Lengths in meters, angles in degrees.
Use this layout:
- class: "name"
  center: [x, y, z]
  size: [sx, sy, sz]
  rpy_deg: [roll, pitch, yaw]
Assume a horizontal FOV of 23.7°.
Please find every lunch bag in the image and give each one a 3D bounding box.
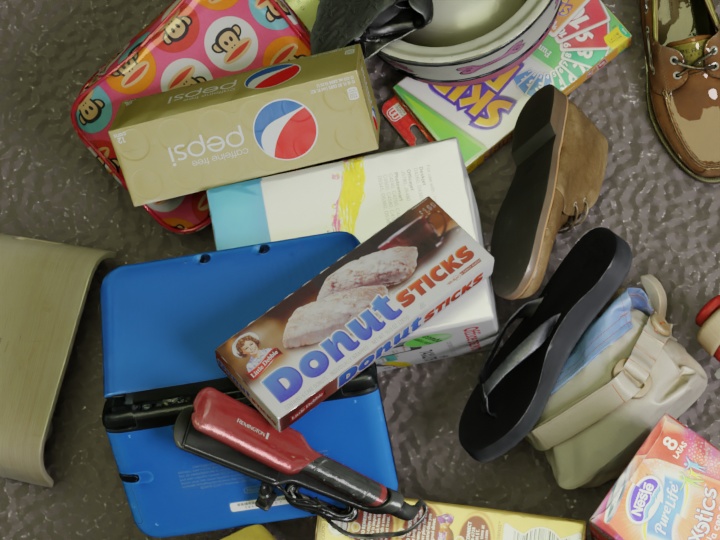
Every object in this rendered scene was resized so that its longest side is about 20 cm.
- class: "lunch bag"
  center: [-0.116, -0.131, 1.399]
  size: [0.200, 0.082, 0.176]
  rpy_deg: [-40, 102, 6]

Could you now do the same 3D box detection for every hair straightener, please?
- class: "hair straightener"
  center: [-0.043, 0.144, 1.214]
  size: [0.199, 0.077, 0.041]
  rpy_deg: [23, 55, -20]

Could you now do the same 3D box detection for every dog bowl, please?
- class: "dog bowl"
  center: [0.079, -0.240, 1.411]
  size: [0.199, 0.074, 0.202]
  rpy_deg: [-6, 66, 14]

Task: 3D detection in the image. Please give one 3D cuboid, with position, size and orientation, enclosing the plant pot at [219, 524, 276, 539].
- class: "plant pot"
  center: [-0.088, 0.308, 1.273]
  size: [0.199, 0.200, 0.177]
  rpy_deg: [-25, 63, 1]

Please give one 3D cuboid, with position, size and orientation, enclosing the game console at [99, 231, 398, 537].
- class: "game console"
  center: [-0.082, 0.085, 1.259]
  size: [0.198, 0.172, 0.119]
  rpy_deg: [-9, 32, 5]

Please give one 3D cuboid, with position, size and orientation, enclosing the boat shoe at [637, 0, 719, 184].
- class: "boat shoe"
  center: [0.262, -0.170, 1.390]
  size: [0.071, 0.068, 0.201]
  rpy_deg: [-16, 76, 2]

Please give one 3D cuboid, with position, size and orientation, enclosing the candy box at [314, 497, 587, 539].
- class: "candy box"
  center: [0.071, 0.208, 1.303]
  size: [0.198, 0.117, 0.057]
  rpy_deg: [5, 77, 8]

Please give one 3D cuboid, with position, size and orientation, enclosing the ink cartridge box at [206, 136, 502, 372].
- class: "ink cartridge box"
  center: [0.000, 0.000, 1.344]
  size: [0.198, 0.147, 0.147]
  rpy_deg: [-12, 78, 5]

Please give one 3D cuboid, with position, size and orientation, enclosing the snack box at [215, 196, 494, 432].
- class: "snack box"
  center: [-0.002, 0.028, 1.202]
  size: [0.200, 0.024, 0.072]
  rpy_deg: [-36, 65, -21]

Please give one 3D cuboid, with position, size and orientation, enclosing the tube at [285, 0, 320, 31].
- class: "tube"
  center: [-0.117, -0.174, 1.454]
  size: [0.199, 0.052, 0.058]
  rpy_deg: [-35, 37, 3]

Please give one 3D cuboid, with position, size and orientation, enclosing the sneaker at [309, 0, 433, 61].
- class: "sneaker"
  center: [0.041, -0.233, 1.347]
  size: [0.199, 0.060, 0.105]
  rpy_deg: [-28, 61, 10]

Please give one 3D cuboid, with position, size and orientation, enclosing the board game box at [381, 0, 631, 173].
- class: "board game box"
  center: [0.119, -0.165, 1.431]
  size: [0.200, 0.030, 0.096]
  rpy_deg: [-39, 75, 0]

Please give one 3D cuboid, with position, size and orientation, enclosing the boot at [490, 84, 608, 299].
- class: "boot"
  center: [0.154, -0.053, 1.346]
  size: [0.075, 0.074, 0.201]
  rpy_deg: [32, 52, -21]

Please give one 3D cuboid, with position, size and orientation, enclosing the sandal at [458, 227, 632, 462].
- class: "sandal"
  center: [0.129, 0.051, 1.299]
  size: [0.043, 0.076, 0.201]
  rpy_deg: [32, 91, -28]

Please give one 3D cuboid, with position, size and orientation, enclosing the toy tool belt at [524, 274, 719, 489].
- class: "toy tool belt"
  center: [0.198, 0.065, 1.313]
  size: [0.200, 0.125, 0.123]
  rpy_deg: [-46, 68, 16]

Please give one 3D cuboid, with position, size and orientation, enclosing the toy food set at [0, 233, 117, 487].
- class: "toy food set"
  center: [-0.291, 0.068, 1.422]
  size: [0.143, 0.060, 0.201]
  rpy_deg: [9, 77, 22]

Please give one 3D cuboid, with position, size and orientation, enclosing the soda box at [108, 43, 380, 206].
- class: "soda box"
  center: [-0.088, -0.112, 1.317]
  size: [0.198, 0.064, 0.068]
  rpy_deg: [-13, 116, 8]

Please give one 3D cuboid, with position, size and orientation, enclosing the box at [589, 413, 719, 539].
- class: "box"
  center: [0.232, 0.180, 1.245]
  size: [0.102, 0.200, 0.095]
  rpy_deg: [35, 84, 15]
